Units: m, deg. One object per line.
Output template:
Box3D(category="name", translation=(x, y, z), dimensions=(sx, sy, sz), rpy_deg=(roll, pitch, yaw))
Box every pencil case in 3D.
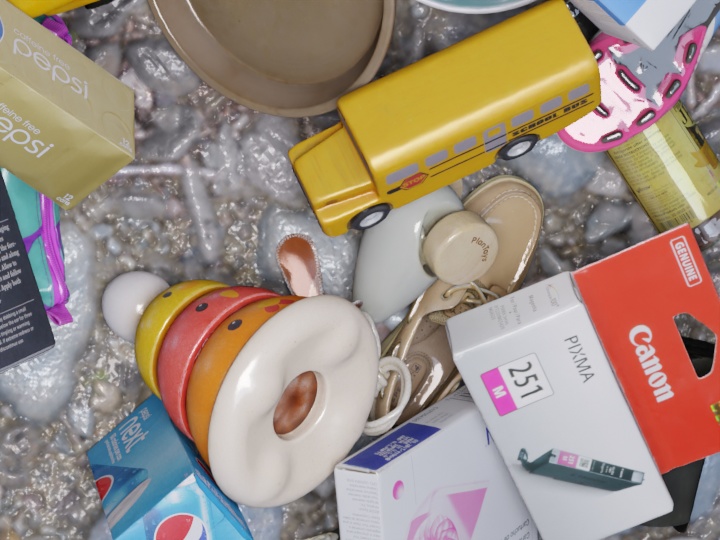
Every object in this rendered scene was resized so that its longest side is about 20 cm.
Box3D(category="pencil case", translation=(-0.230, -0.067, 1.670), dimensions=(0.092, 0.085, 0.200), rpy_deg=(5, 103, 20))

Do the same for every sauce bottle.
Box3D(category="sauce bottle", translation=(0.191, -0.105, 1.774), dimensions=(0.065, 0.065, 0.200), rpy_deg=(-35, 106, -4))

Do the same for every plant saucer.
Box3D(category="plant saucer", translation=(-0.058, -0.195, 1.655), dimensions=(0.029, 0.200, 0.200), rpy_deg=(-38, 113, -47))

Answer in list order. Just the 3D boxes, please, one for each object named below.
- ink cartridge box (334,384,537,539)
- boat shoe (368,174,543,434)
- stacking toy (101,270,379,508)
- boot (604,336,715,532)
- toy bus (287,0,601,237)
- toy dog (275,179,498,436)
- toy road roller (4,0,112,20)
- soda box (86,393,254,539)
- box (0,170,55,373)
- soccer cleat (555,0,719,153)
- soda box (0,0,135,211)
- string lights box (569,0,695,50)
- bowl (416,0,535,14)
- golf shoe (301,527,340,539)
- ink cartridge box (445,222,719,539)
Box3D(category="ink cartridge box", translation=(0.058, 0.191, 1.745), dimensions=(0.196, 0.043, 0.200), rpy_deg=(-29, 119, -51))
Box3D(category="boat shoe", translation=(0.070, 0.029, 1.772), dimensions=(0.071, 0.065, 0.200), rpy_deg=(28, 94, -17))
Box3D(category="stacking toy", translation=(-0.101, 0.054, 1.680), dimensions=(0.146, 0.200, 0.146), rpy_deg=(-30, 133, -38))
Box3D(category="boot", translation=(0.175, 0.114, 1.793), dimensions=(0.200, 0.077, 0.139), rpy_deg=(9, 102, -29))
Box3D(category="toy bus", translation=(0.053, -0.097, 1.652), dimensions=(0.200, 0.078, 0.065), rpy_deg=(-25, 70, -3))
Box3D(category="toy dog", translation=(0.000, 0.000, 1.729), dimensions=(0.096, 0.132, 0.200), rpy_deg=(37, 81, -39))
Box3D(category="toy road roller", translation=(-0.161, -0.219, 1.594), dimensions=(0.146, 0.200, 0.123), rpy_deg=(-36, 108, -44))
Box3D(category="soda box", translation=(-0.127, 0.146, 1.677), dimensions=(0.068, 0.200, 0.064), rpy_deg=(-40, 106, -1))
Box3D(category="box", translation=(-0.303, -0.018, 1.606), dimensions=(0.148, 0.107, 0.200), rpy_deg=(-15, 95, 26))
Box3D(category="soccer cleat", translation=(0.201, -0.160, 1.718), dimensions=(0.070, 0.086, 0.200), rpy_deg=(38, 92, -3))
Box3D(category="soda box", translation=(-0.228, -0.121, 1.555), dimensions=(0.064, 0.068, 0.200), rpy_deg=(-36, 128, 27))
Box3D(category="string lights box", translation=(0.114, -0.226, 1.603), dimensions=(0.200, 0.103, 0.059), rpy_deg=(41, 91, -18))
Box3D(category="bowl", translation=(0.067, -0.273, 1.690), dimensions=(0.200, 0.105, 0.201), rpy_deg=(-2, 102, -12))
Box3D(category="golf shoe", translation=(-0.028, 0.212, 1.783), dimensions=(0.088, 0.077, 0.200), rpy_deg=(40, 89, -9))
Box3D(category="ink cartridge box", translation=(0.171, 0.083, 1.717), dimensions=(0.173, 0.044, 0.200), rpy_deg=(-22, 125, 7))
